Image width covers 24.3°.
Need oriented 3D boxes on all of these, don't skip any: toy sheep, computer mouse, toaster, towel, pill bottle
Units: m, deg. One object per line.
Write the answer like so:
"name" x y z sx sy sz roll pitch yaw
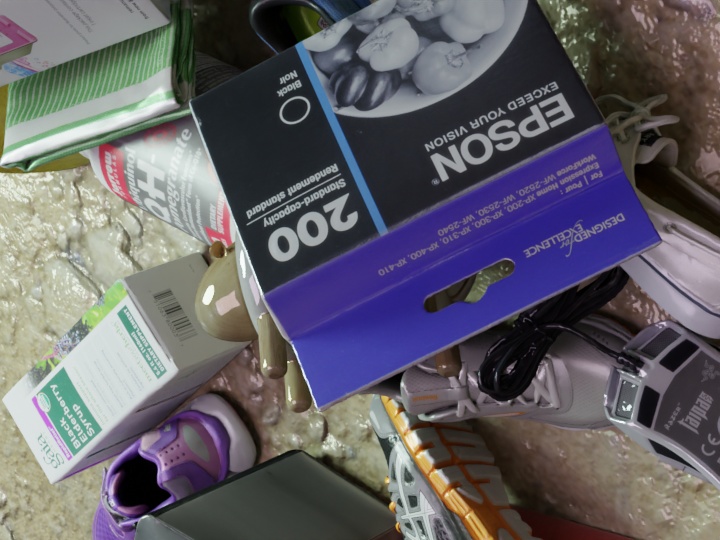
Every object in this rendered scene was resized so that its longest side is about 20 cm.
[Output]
"toy sheep" 0.000 0.000 0.956 0.200 0.138 0.138 -12 100 9
"computer mouse" 0.172 0.070 0.915 0.200 0.044 0.110 33 85 9
"toaster" -0.066 0.233 1.130 0.119 0.200 0.181 27 115 28
"towel" -0.168 -0.169 1.073 0.153 0.023 0.200 -17 62 27
"pill bottle" -0.105 -0.082 1.082 0.200 0.111 0.111 27 123 32

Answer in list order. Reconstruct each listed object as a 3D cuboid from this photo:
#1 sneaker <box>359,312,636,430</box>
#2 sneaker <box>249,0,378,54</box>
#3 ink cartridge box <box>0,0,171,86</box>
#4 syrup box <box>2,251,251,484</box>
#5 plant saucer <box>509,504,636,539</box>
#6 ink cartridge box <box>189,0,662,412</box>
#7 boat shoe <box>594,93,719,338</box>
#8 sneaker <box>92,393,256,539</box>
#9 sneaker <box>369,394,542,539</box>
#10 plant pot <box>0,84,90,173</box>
"sneaker" 0.076 0.067 0.994 0.200 0.092 0.076 5 109 40
"sneaker" 0.010 -0.105 0.986 0.200 0.089 0.079 40 129 20
"ink cartridge box" -0.228 -0.198 1.042 0.200 0.085 0.145 -17 59 16
"syrup box" -0.175 0.074 1.226 0.200 0.081 0.079 -40 78 42
"plant saucer" 0.111 0.253 1.075 0.200 0.037 0.200 11 114 39
"ink cartridge box" 0.027 -0.054 0.875 0.198 0.043 0.200 -27 57 5
"boat shoe" 0.145 -0.057 0.897 0.202 0.075 0.086 44 131 17
"sneaker" -0.162 0.167 1.247 0.080 0.088 0.200 53 134 11
"sneaker" 0.053 0.157 1.030 0.077 0.078 0.200 -46 56 25
"plant pot" -0.283 -0.153 1.190 0.200 0.142 0.200 17 117 36
